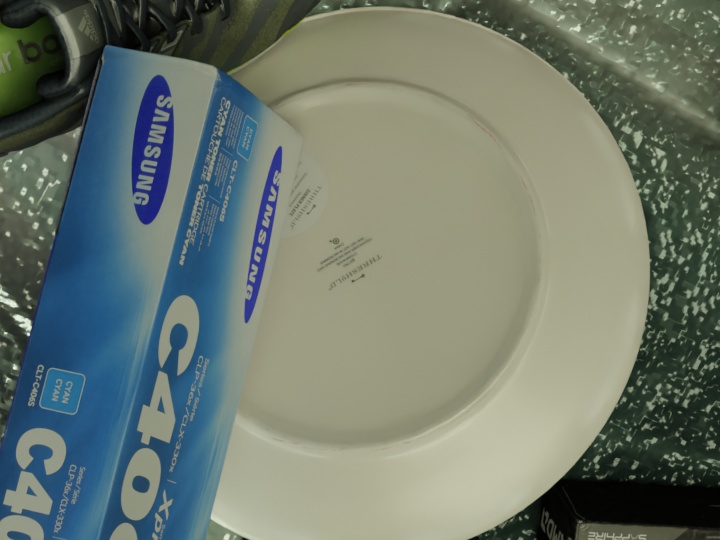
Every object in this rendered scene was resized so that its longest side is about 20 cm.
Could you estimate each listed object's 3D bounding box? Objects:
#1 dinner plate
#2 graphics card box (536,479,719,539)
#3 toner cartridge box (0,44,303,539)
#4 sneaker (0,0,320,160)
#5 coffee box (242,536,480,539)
[{"bbox_3d":[0.000,0.000,0.953,0.200,0.024,0.201,-3,73,10],"label":"dinner plate"},{"bbox_3d":[0.122,0.184,1.085,0.125,0.051,0.200,3,107,-12],"label":"graphics card box"},{"bbox_3d":[-0.074,0.037,0.897,0.043,0.095,0.200,11,82,17],"label":"toner cartridge box"},{"bbox_3d":[-0.088,-0.081,0.930,0.200,0.081,0.074,-29,101,-13],"label":"sneaker"},{"bbox_3d":[-0.021,0.184,1.022,0.080,0.114,0.200,17,102,-17],"label":"coffee box"}]
